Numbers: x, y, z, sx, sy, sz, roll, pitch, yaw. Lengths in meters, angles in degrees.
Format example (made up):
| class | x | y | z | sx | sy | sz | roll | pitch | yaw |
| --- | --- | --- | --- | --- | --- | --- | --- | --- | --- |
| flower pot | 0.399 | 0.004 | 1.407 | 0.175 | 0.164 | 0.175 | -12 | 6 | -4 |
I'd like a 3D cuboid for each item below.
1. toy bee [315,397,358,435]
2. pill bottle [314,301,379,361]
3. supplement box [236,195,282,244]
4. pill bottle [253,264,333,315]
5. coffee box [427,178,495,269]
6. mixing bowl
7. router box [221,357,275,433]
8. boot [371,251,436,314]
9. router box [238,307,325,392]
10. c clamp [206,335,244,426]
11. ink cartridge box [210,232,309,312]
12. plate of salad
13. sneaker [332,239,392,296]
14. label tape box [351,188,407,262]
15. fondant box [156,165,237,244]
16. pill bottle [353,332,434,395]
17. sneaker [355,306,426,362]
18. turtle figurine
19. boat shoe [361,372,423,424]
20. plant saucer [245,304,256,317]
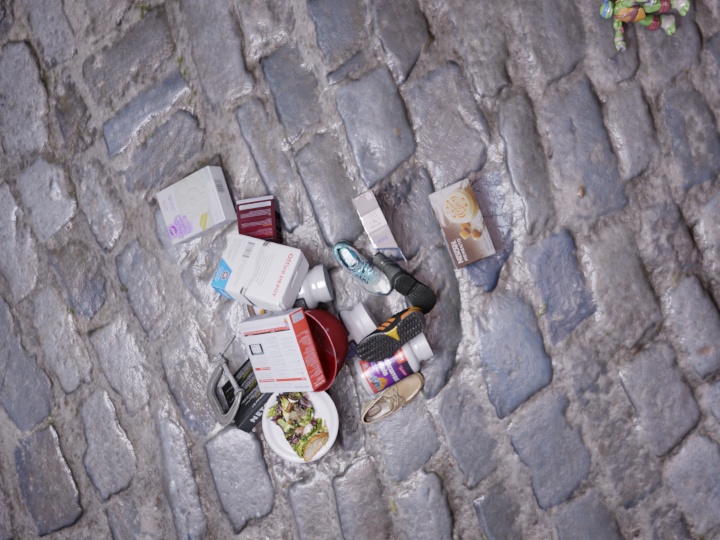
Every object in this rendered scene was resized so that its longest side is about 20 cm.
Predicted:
| class | x | y | z | sx | sy | sz | roll | pitch | yaw |
| --- | --- | --- | --- | --- | --- | --- | --- | --- | --- |
| toy bee | -0.119 | 0.379 | 1.451 | 0.202 | 0.130 | 0.109 | 53 | 138 | 8 |
| pill bottle | -0.050 | 0.178 | 1.437 | 0.198 | 0.116 | 0.117 | -35 | 89 | 5 |
| supplement box | -0.266 | -0.087 | 1.460 | 0.105 | 0.061 | 0.207 | -7 | 80 | 5 |
| pill bottle | -0.175 | 0.057 | 1.415 | 0.194 | 0.116 | 0.120 | -16 | 90 | 5 |
| coffee box | 0.260 | -0.118 | 1.421 | 0.111 | 0.080 | 0.205 | -20 | 89 | 5 |
| mixing bowl | -0.101 | 0.172 | 1.314 | 0.196 | 0.107 | 0.206 | 15 | 116 | 34 |
| router box | -0.269 | 0.299 | 1.449 | 0.200 | 0.051 | 0.150 | -47 | 46 | 6 |
| boot | 0.116 | 0.026 | 1.432 | 0.068 | 0.199 | 0.131 | -45 | 43 | 5 |
| router box | -0.188 | 0.191 | 1.290 | 0.196 | 0.048 | 0.185 | -11 | 99 | 42 |
| c clamp | -0.358 | 0.301 | 1.458 | 0.172 | 0.027 | 0.201 | -53 | 46 | 13 |
| ink cartridge box | -0.243 | 0.009 | 1.340 | 0.195 | 0.085 | 0.149 | 15 | 69 | 18 |
| plate of salad | -0.152 | 0.384 | 1.375 | 0.193 | 0.048 | 0.207 | 0 | 92 | 2 |
| sneaker | 0.000 | 0.000 | 1.443 | 0.198 | 0.086 | 0.078 | 38 | 95 | 3 |
| label tape box | 0.049 | -0.099 | 1.407 | 0.062 | 0.144 | 0.204 | -26 | 89 | 5 |
| fondant box | -0.437 | -0.171 | 1.461 | 0.196 | 0.058 | 0.148 | -20 | 89 | 26 |
| pill bottle | 0.089 | 0.230 | 1.428 | 0.196 | 0.111 | 0.114 | -29 | 89 | 5 |
| sneaker | 0.078 | 0.159 | 1.382 | 0.197 | 0.090 | 0.071 | -33 | 99 | 9 |
| turtle figurine | 0.693 | -0.604 | 1.344 | 0.187 | 0.202 | 0.147 | -2 | 126 | 1 |
| boat shoe | 0.086 | 0.344 | 1.455 | 0.198 | 0.065 | 0.072 | -39 | 88 | 5 |
| plant saucer | -0.215 | 0.078 | 1.491 | 0.193 | 0.032 | 0.207 | 0 | 92 | 4 |
